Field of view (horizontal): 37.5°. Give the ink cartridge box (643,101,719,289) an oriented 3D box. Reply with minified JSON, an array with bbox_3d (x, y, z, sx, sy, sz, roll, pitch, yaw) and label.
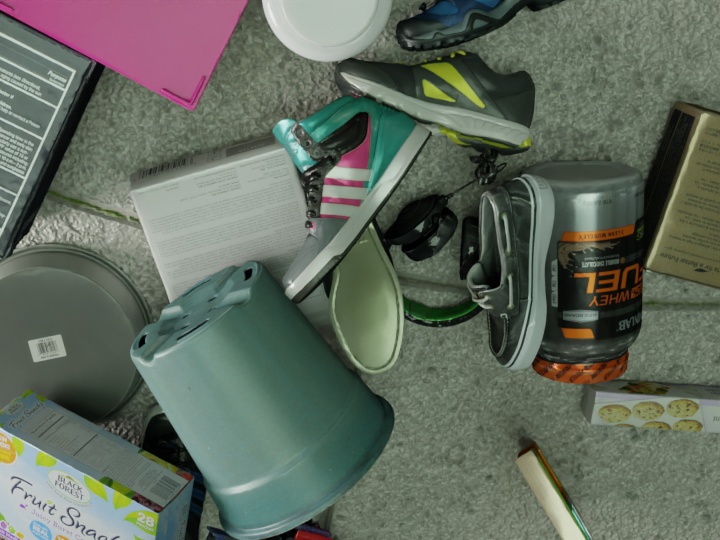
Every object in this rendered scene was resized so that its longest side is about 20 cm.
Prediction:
[{"bbox_3d":[0.387,-0.062,1.058,0.199,0.075,0.166,14,106,-10],"label":"ink cartridge box"}]

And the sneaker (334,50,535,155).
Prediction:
[{"bbox_3d":[0.074,-0.173,1.016,0.199,0.074,0.085,17,81,-5],"label":"sneaker"}]

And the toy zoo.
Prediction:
[{"bbox_3d":[0.202,0.238,1.076,0.020,0.200,0.132,-31,80,5],"label":"toy zoo"}]

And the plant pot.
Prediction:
[{"bbox_3d":[-0.102,0.111,1.002,0.200,0.200,0.197,-32,109,5],"label":"plant pot"}]

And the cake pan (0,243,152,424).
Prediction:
[{"bbox_3d":[-0.309,0.075,1.067,0.199,0.037,0.202,-1,106,-4],"label":"cake pan"}]

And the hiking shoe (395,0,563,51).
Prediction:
[{"bbox_3d":[0.116,-0.268,0.989,0.199,0.074,0.087,-24,99,-7],"label":"hiking shoe"}]

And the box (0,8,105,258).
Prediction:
[{"bbox_3d":[-0.358,-0.152,0.953,0.199,0.123,0.199,27,104,-13],"label":"box"}]

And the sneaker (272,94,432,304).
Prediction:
[{"bbox_3d":[-0.038,-0.080,0.959,0.120,0.084,0.200,36,80,0],"label":"sneaker"}]

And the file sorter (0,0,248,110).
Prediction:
[{"bbox_3d":[-0.200,-0.257,0.934,0.199,0.126,0.140,27,103,-10],"label":"file sorter"}]

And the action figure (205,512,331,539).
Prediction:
[{"bbox_3d":[-0.113,0.300,1.114,0.194,0.105,0.200,-50,128,5],"label":"action figure"}]

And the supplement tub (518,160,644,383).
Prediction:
[{"bbox_3d":[0.214,0.000,1.039,0.122,0.123,0.201,-5,107,-3],"label":"supplement tub"}]

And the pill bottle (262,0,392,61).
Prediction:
[{"bbox_3d":[-0.030,-0.239,0.912,0.108,0.200,0.110,-1,106,-4],"label":"pill bottle"}]

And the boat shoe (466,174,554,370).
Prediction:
[{"bbox_3d":[0.130,0.005,0.985,0.070,0.072,0.201,-9,118,-17],"label":"boat shoe"}]

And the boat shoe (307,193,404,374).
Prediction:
[{"bbox_3d":[-0.002,0.000,1.032,0.074,0.066,0.201,-21,87,7],"label":"boat shoe"}]

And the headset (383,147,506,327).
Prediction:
[{"bbox_3d":[0.089,-0.027,1.033,0.123,0.094,0.201,21,117,-4],"label":"headset"}]

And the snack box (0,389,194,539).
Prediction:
[{"bbox_3d":[-0.269,0.234,1.035,0.199,0.068,0.169,24,123,14],"label":"snack box"}]

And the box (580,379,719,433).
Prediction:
[{"bbox_3d":[0.337,0.145,1.133,0.199,0.039,0.042,5,107,-6],"label":"box"}]

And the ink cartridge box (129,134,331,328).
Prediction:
[{"bbox_3d":[-0.122,-0.022,1.056,0.160,0.050,0.201,-15,119,0],"label":"ink cartridge box"}]

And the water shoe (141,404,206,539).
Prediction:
[{"bbox_3d":[-0.192,0.238,1.100,0.071,0.079,0.201,-1,106,-4],"label":"water shoe"}]
